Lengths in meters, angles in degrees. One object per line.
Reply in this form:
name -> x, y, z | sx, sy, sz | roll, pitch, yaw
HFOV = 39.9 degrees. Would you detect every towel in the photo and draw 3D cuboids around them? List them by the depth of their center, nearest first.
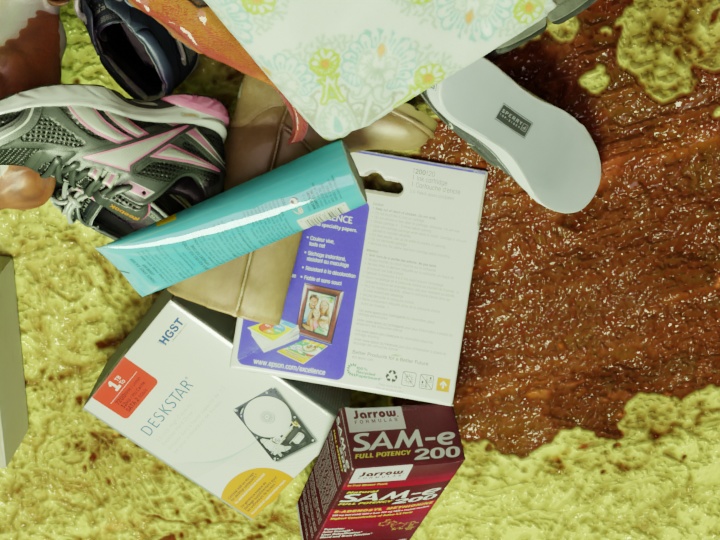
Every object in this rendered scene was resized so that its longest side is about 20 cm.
towel -> 0.012, -0.187, 0.649 | 0.198, 0.049, 0.171 | -27, 133, 17

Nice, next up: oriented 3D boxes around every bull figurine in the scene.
bull figurine -> -0.271, -0.126, 0.738 | 0.065, 0.120, 0.203 | 36, 133, 36

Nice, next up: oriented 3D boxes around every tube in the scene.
tube -> -0.093, -0.035, 0.744 | 0.197, 0.051, 0.078 | -23, 142, 5

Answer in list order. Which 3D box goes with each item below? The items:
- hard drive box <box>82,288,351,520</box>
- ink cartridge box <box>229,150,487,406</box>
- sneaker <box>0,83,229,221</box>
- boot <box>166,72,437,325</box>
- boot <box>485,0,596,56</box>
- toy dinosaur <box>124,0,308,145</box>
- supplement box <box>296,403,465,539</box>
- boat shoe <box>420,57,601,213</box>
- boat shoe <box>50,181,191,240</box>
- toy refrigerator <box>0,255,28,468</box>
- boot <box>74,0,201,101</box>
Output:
hard drive box -> -0.131, 0.116, 0.934 | 0.199, 0.077, 0.156 | 36, 115, -14
ink cartridge box -> 0.000, 0.000, 0.854 | 0.194, 0.043, 0.204 | 10, 89, -2
sneaker -> -0.178, -0.079, 0.712 | 0.197, 0.080, 0.088 | -5, 81, -31
boot -> -0.047, -0.054, 0.799 | 0.172, 0.066, 0.203 | 18, 93, 8
boot -> 0.073, -0.206, 0.711 | 0.197, 0.068, 0.132 | -21, 126, 9
toy dinosaur -> -0.116, -0.191, 0.668 | 0.105, 0.180, 0.202 | -38, 75, 34
supplement box -> 0.013, 0.197, 0.918 | 0.107, 0.062, 0.201 | -1, 143, -18
boat shoe -> 0.114, -0.113, 0.790 | 0.198, 0.066, 0.071 | 27, 99, -35
boat shoe -> -0.227, -0.068, 0.846 | 0.198, 0.068, 0.074 | 37, 116, -14
toy refrigerator -> -0.370, 0.088, 0.944 | 0.074, 0.070, 0.203 | 7, 120, 1
boot -> -0.191, -0.223, 0.746 | 0.072, 0.091, 0.201 | -28, 113, 19
